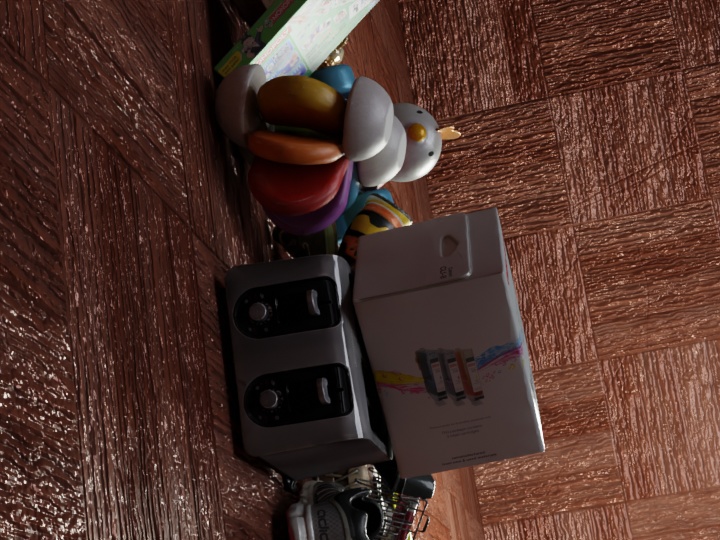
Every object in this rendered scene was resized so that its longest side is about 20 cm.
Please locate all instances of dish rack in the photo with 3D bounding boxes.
[{"bbox_3d":[0.014,0.273,1.605,0.153,0.054,0.201,-131,-120,-72],"label":"dish rack"}]

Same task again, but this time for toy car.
[{"bbox_3d":[0.035,-0.151,1.838,0.177,0.199,0.185,-29,-101,69],"label":"toy car"},{"bbox_3d":[-0.054,-0.113,1.558,0.200,0.174,0.151,55,44,-73],"label":"toy car"}]

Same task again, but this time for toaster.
[{"bbox_3d":[-0.047,0.099,1.458,0.200,0.118,0.182,57,25,-71],"label":"toaster"}]

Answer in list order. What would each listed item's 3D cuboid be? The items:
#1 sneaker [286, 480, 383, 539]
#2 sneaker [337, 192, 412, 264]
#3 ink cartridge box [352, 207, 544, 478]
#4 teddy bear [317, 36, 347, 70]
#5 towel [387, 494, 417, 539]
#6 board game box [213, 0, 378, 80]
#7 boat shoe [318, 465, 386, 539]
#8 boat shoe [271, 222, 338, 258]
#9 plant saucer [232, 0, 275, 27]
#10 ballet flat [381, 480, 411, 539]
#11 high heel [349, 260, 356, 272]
[{"bbox_3d":[-0.018,0.249,1.534,0.200,0.087,0.074,10,76,-85],"label":"sneaker"},{"bbox_3d":[0.000,0.000,1.659,0.090,0.070,0.200,-52,167,-26],"label":"sneaker"},{"bbox_3d":[0.084,0.067,1.475,0.146,0.144,0.201,-86,164,-64],"label":"ink cartridge box"},{"bbox_3d":[-0.066,-0.324,1.966,0.145,0.067,0.201,7,-54,58],"label":"teddy bear"},{"bbox_3d":[0.029,0.322,1.693,0.144,0.023,0.201,-48,155,-86],"label":"towel"},{"bbox_3d":[-0.061,-0.253,1.632,0.029,0.200,0.135,41,-4,19],"label":"board game box"},{"bbox_3d":[-0.011,0.234,1.703,0.072,0.075,0.201,-79,156,-64],"label":"boat shoe"},{"bbox_3d":[-0.062,-0.039,1.710,0.072,0.072,0.201,84,-1,-67],"label":"boat shoe"},{"bbox_3d":[-0.127,-0.334,1.673,0.200,0.036,0.201,-22,90,-81],"label":"plant saucer"},{"bbox_3d":[0.017,0.286,1.915,0.067,0.067,0.201,44,27,-39],"label":"ballet flat"},{"bbox_3d":[-0.014,0.029,1.596,0.067,0.200,0.096,49,20,-10],"label":"high heel"}]
